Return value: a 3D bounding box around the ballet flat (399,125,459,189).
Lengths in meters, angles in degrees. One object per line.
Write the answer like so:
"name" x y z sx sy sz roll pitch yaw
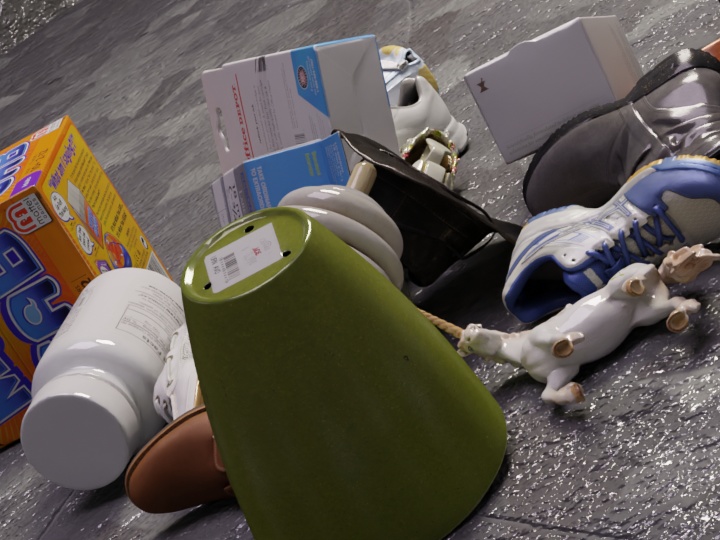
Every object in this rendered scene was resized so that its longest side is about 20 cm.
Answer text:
"ballet flat" 0.050 -0.073 1.873 0.064 0.076 0.200 -60 10 22

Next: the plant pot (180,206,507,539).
"plant pot" -0.030 0.065 1.412 0.187 0.200 0.187 -21 32 14

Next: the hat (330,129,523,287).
"hat" 0.044 -0.034 1.704 0.081 0.200 0.201 -61 19 4

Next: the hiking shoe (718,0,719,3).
"hiking shoe" 0.330 -0.238 1.822 0.087 0.074 0.200 -32 -19 32

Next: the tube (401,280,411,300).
"tube" 0.000 0.000 1.818 0.058 0.052 0.200 12 12 -10

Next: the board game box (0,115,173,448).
"board game box" -0.313 0.014 2.012 0.200 0.200 0.200 -27 19 12

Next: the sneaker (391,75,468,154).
"sneaker" 0.011 -0.100 1.990 0.074 0.087 0.200 -4 33 49

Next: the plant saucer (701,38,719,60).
"plant saucer" 0.315 -0.150 1.745 0.200 0.032 0.200 -27 20 11

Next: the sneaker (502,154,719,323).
"sneaker" 0.186 -0.013 1.552 0.200 0.075 0.088 -27 24 41

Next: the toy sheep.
"toy sheep" -0.033 0.005 1.574 0.138 0.138 0.200 -10 53 45

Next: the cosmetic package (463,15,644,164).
"cosmetic package" 0.166 -0.152 1.799 0.107 0.085 0.200 -25 1 18

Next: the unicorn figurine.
"unicorn figurine" 0.145 0.040 1.484 0.200 0.074 0.137 -17 9 -3

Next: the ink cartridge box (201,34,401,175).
"ink cartridge box" -0.054 -0.136 1.918 0.067 0.116 0.200 -16 8 -32

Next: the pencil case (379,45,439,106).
"pencil case" -0.013 -0.135 2.116 0.200 0.083 0.091 -41 -1 -25

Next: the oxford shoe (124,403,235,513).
"oxford shoe" -0.085 0.133 1.582 0.200 0.071 0.071 -24 24 16

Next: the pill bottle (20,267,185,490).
"pill bottle" -0.206 0.090 1.796 0.114 0.114 0.200 -23 20 21

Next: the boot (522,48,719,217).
"boot" 0.203 -0.069 1.651 0.200 0.070 0.132 -43 33 30

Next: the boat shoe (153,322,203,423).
"boat shoe" -0.128 0.100 1.717 0.069 0.071 0.200 -29 24 16

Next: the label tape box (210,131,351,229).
"label tape box" -0.054 -0.020 1.718 0.063 0.144 0.200 -14 -2 -16
